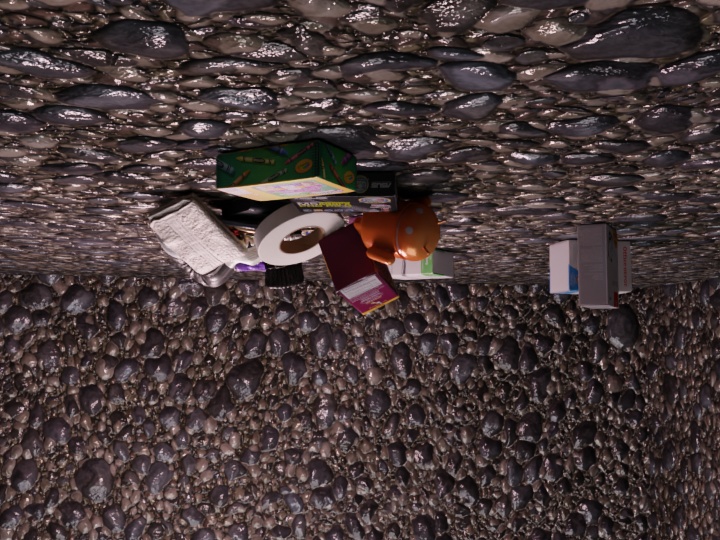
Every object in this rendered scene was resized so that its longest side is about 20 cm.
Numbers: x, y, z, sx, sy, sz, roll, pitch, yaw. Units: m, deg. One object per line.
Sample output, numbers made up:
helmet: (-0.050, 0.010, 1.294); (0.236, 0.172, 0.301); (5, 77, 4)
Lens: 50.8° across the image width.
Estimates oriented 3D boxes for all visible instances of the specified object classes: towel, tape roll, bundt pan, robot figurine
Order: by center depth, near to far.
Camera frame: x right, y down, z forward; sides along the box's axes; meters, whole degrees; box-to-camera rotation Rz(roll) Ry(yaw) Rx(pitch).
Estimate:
robot figurine: (0.079, -0.085, 1.525); (0.197, 0.120, 0.142); (15, -157, 42)
towel: (-0.342, -0.073, 1.591); (0.130, 0.035, 0.200); (-21, 135, 23)
tape roll: (-0.129, -0.080, 1.614); (0.198, 0.038, 0.204); (-18, 156, -8)
bundt pan: (-0.421, -0.029, 1.952); (0.199, 0.076, 0.203); (30, 159, 12)

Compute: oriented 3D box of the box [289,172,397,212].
box: (-0.029, -0.143, 1.404); (0.195, 0.046, 0.160); (0, 175, 4)

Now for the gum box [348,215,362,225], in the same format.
gum box: (0.079, -0.089, 1.837); (0.197, 0.068, 0.112); (6, 173, -42)

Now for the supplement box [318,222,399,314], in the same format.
supplement box: (0.000, 0.000, 1.687); (0.101, 0.133, 0.200); (-25, 156, 9)

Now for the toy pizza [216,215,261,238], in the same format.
toy pizza: (-0.245, -0.093, 1.682); (0.195, 0.033, 0.200); (9, -174, -1)

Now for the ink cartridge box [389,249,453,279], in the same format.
ink cartridge box: (0.189, -0.018, 2.493); (0.196, 0.086, 0.145); (-3, 174, 35)

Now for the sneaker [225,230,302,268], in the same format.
sneaker: (-0.233, -0.059, 1.778); (0.195, 0.083, 0.076); (-10, -148, -10)

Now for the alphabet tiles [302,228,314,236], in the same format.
alphabet tiles: (-0.071, -0.072, 2.056); (0.195, 0.008, 0.168); (-1, 154, 19)

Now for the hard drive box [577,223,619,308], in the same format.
hard drive box: (0.609, -0.008, 1.939); (0.075, 0.206, 0.155); (-2, 175, 29)

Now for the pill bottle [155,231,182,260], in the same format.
pill bottle: (-0.396, -0.079, 1.738); (0.108, 0.114, 0.200); (0, 173, 6)

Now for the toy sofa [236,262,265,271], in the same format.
toy sofa: (-0.264, -0.045, 2.187); (0.196, 0.100, 0.082); (4, 174, -26)

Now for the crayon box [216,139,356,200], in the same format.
crayon box: (-0.117, -0.155, 1.203); (0.196, 0.060, 0.118); (-3, 174, 29)

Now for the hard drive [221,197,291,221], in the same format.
hard drive: (-0.183, -0.127, 1.642); (0.196, 0.034, 0.138); (5, 173, -36)

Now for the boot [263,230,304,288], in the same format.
boot: (-0.238, -0.035, 1.856); (0.206, 0.162, 0.080); (0, -162, -10)

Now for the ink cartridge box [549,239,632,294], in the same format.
ink cartridge box: (0.675, -0.007, 2.231); (0.195, 0.151, 0.145); (2, 175, -8)
